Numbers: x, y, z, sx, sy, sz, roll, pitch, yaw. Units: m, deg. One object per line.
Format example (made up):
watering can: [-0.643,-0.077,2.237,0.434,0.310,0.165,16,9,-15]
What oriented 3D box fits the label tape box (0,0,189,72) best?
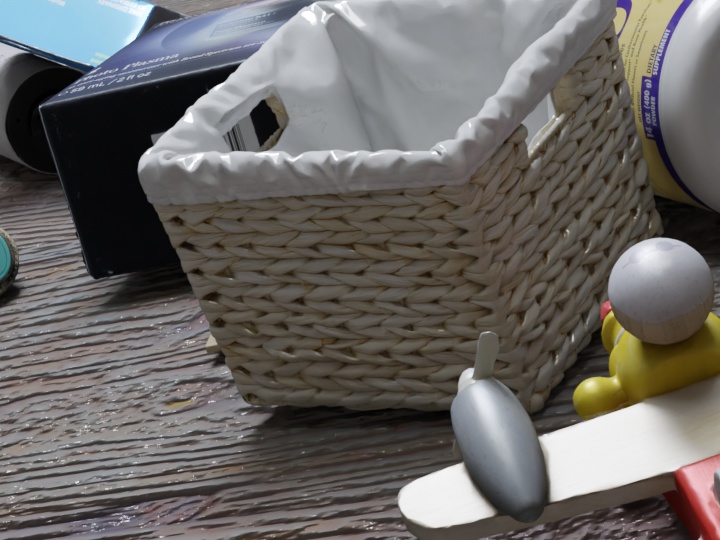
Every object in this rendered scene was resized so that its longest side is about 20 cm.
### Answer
label tape box: [-0.198,-0.176,1.965,0.143,0.066,0.200,19,1,21]

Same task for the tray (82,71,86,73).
tray: [-0.280,-0.172,2.281,0.107,0.022,0.200,-24,21,-16]

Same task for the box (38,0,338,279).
box: [-0.065,-0.097,1.736,0.199,0.124,0.198,-10,15,21]

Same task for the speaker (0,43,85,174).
speaker: [-0.261,-0.126,2.061,0.081,0.081,0.200,-26,22,-21]

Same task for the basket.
basket: [0.027,-0.038,1.442,0.199,0.161,0.198,0,30,32]

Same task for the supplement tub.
supplement tub: [0.184,-0.112,1.547,0.145,0.146,0.200,-27,22,-21]

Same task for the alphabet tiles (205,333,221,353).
alphabet tiles: [0.000,0.000,1.599,0.166,0.006,0.200,-13,21,14]

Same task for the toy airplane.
toy airplane: [0.138,0.057,1.157,0.199,0.142,0.200,2,28,43]

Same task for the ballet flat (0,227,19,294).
ballet flat: [-0.315,0.023,1.769,0.199,0.068,0.075,-21,-2,-22]
